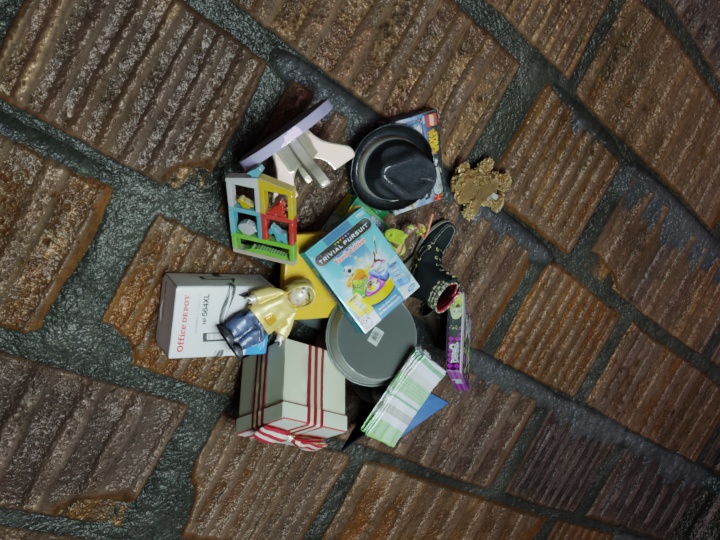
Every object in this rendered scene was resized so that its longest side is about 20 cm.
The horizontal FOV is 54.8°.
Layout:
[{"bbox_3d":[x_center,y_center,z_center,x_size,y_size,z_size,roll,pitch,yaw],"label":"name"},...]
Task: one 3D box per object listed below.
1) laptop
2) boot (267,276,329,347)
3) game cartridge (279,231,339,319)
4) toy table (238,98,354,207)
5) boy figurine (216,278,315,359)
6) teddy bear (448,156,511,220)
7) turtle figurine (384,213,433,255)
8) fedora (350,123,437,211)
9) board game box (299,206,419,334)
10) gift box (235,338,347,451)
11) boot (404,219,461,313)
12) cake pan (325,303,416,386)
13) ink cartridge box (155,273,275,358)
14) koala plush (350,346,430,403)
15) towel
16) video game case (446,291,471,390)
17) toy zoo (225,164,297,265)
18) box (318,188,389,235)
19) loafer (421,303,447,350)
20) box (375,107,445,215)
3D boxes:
[{"bbox_3d":[0.083,0.360,1.611,0.116,0.200,0.187,47,115,-1],"label":"laptop"},{"bbox_3d":[-0.112,0.110,1.475,0.200,0.072,0.183,25,96,-43],"label":"boot"},{"bbox_3d":[-0.069,0.009,1.413,0.199,0.032,0.177,-2,103,-29],"label":"game cartridge"},{"bbox_3d":[-0.111,-0.212,1.285,0.199,0.184,0.117,-33,108,4],"label":"toy table"},{"bbox_3d":[-0.168,0.087,1.321,0.199,0.064,0.125,-33,116,-16],"label":"boy figurine"},{"bbox_3d":[0.274,-0.192,1.604,0.199,0.067,0.146,-16,126,-34],"label":"teddy bear"},{"bbox_3d":[0.078,-0.058,1.498,0.200,0.064,0.161,-48,171,7],"label":"turtle figurine"},{"bbox_3d":[0.083,-0.199,1.404,0.200,0.092,0.202,-11,114,-27],"label":"fedora"},{"bbox_3d":[0.000,0.000,1.371,0.151,0.047,0.200,-40,101,-16],"label":"board game box"},{"bbox_3d":[-0.142,0.269,1.416,0.184,0.200,0.188,19,56,-33],"label":"gift box"},{"bbox_3d":[0.180,-0.008,1.549,0.204,0.154,0.073,-51,131,-6],"label":"boot"},{"bbox_3d":[0.029,0.136,1.421,0.199,0.037,0.202,2,82,-18],"label":"cake pan"},{"bbox_3d":[-0.279,0.086,1.340,0.199,0.084,0.147,0,108,-33],"label":"ink cartridge box"},{"bbox_3d":[0.056,0.215,1.531,0.177,0.200,0.184,-48,126,-7],"label":"koala plush"},{"bbox_3d":[0.095,0.269,1.432,0.201,0.031,0.149,-56,141,-5],"label":"towel"},{"bbox_3d":[0.227,0.166,1.591,0.200,0.036,0.182,58,35,-64],"label":"video game case"},{"bbox_3d":[-0.181,-0.105,1.280,0.021,0.130,0.201,-64,163,-48],"label":"toy zoo"},{"bbox_3d":[-0.023,-0.070,1.466,0.117,0.048,0.200,38,85,-36],"label":"box"},{"bbox_3d":[0.174,0.101,1.651,0.071,0.073,0.201,-13,112,-14],"label":"loafer"},{"bbox_3d":[0.110,-0.234,1.489,0.136,0.040,0.201,-20,118,-23],"label":"box"}]
